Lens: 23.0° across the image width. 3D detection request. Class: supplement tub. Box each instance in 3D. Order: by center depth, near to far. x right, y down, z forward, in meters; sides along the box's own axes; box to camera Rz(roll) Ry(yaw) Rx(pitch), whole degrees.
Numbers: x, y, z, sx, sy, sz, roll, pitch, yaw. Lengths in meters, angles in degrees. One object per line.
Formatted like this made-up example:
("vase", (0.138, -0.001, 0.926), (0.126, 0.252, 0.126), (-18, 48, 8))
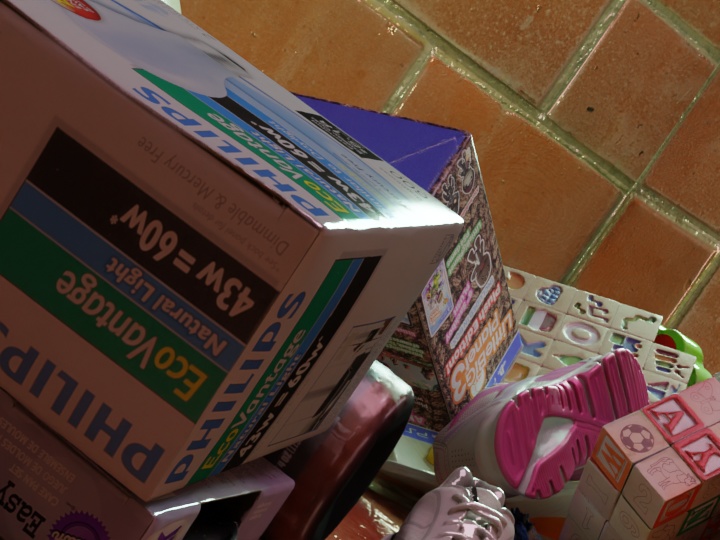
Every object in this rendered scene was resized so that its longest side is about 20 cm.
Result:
("supplement tub", (-0.079, 0.047, 0.887), (0.200, 0.107, 0.107), (35, 6, 11))

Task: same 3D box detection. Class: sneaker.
("sneaker", (0.039, 0.147, 0.874), (0.075, 0.081, 0.200), (36, 7, -2))
("sneaker", (0.116, 0.098, 1.123), (0.088, 0.082, 0.199), (-12, -5, 40))

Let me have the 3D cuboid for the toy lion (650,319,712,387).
("toy lion", (0.196, 0.137, 1.298), (0.069, 0.192, 0.200), (29, 8, -41))

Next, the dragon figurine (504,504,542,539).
("dragon figurine", (0.087, 0.174, 1.017), (0.099, 0.059, 0.200), (35, 1, 19))

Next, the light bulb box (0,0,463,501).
("light bulb box", (-0.089, -0.024, 0.734), (0.198, 0.125, 0.200), (36, 12, 13))

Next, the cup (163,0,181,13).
("cup", (-0.222, -0.150, 1.413), (0.200, 0.200, 0.144), (25, 37, -59))

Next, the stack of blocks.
("stack of blocks", (0.185, 0.156, 1.088), (0.059, 0.115, 0.201), (51, -32, 30))

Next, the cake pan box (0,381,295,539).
("cake pan box", (-0.133, 0.059, 0.750), (0.200, 0.052, 0.184), (36, 8, 12))

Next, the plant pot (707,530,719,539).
("plant pot", (0.258, 0.209, 1.027), (0.186, 0.200, 0.186), (34, 7, -5))

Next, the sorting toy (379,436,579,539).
("sorting toy", (0.065, 0.118, 1.227), (0.179, 0.107, 0.200), (17, 25, -28))

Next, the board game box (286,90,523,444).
("board game box", (0.000, 0.000, 1.126), (0.159, 0.097, 0.201), (16, -36, 28))

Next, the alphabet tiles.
("alphabet tiles", (0.132, 0.060, 1.254), (0.199, 0.006, 0.167), (18, 38, 12))
